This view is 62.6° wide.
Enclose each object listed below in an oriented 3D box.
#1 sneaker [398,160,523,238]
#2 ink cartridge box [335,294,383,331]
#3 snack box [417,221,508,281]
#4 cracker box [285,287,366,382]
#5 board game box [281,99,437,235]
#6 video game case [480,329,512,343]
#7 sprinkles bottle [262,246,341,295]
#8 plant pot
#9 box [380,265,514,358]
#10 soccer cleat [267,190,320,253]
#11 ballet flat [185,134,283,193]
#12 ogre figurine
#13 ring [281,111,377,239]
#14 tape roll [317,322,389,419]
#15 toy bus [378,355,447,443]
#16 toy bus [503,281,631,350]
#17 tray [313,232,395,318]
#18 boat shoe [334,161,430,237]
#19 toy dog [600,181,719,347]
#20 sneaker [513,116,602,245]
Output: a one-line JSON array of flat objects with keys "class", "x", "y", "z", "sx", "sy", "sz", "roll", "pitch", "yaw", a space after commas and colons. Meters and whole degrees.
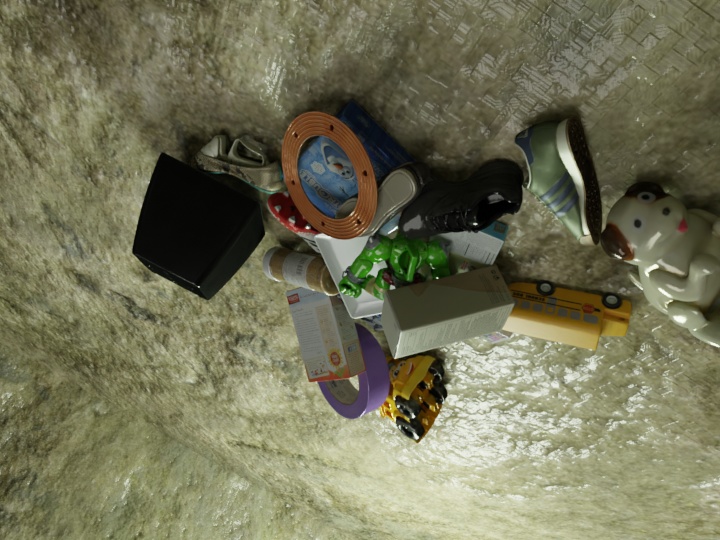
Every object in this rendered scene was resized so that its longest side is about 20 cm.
[{"class": "sneaker", "x": 0.143, "y": -0.090, "z": 0.861, "sx": 0.197, "sy": 0.092, "sz": 0.076, "roll": -23, "pitch": 124, "yaw": 24}, {"class": "ink cartridge box", "x": 0.019, "y": 0.058, "z": 1.175, "sx": 0.098, "sy": 0.040, "sz": 0.200, "roll": -7, "pitch": 143, "yaw": 38}, {"class": "snack box", "x": 0.167, "y": -0.021, "z": 1.014, "sx": 0.114, "sy": 0.037, "sz": 0.202, "roll": 24, "pitch": 144, "yaw": 8}, {"class": "cracker box", "x": -0.074, "y": 0.125, "z": 1.242, "sx": 0.132, "sy": 0.057, "sz": 0.205, "roll": -14, "pitch": 91, "yaw": 44}, {"class": "board game box", "x": -0.002, "y": -0.145, "z": 0.965, "sx": 0.199, "sy": 0.044, "sz": 0.198, "roll": 39, "pitch": 143, "yaw": -16}, {"class": "video game case", "x": 0.175, "y": 0.084, "z": 1.105, "sx": 0.197, "sy": 0.018, "sz": 0.143, "roll": 25, "pitch": 171, "yaw": 5}, {"class": "sprinkles bottle", "x": -0.111, "y": -0.001, "z": 1.147, "sx": 0.198, "sy": 0.069, "sz": 0.069, "roll": 13, "pitch": 146, "yaw": 47}, {"class": "plant pot", "x": -0.308, "y": -0.064, "z": 1.097, "sx": 0.197, "sy": 0.180, "sz": 0.200, "roll": 27, "pitch": 165, "yaw": 0}, {"class": "box", "x": 0.137, "y": 0.067, "z": 0.959, "sx": 0.195, "sy": 0.079, "sz": 0.096, "roll": -11, "pitch": 146, "yaw": -14}, {"class": "soccer cleat", "x": -0.085, "y": -0.074, "z": 1.087, "sx": 0.197, "sy": 0.070, "sz": 0.085, "roll": 26, "pitch": 149, "yaw": -6}, {"class": "ballet flat", "x": -0.219, "y": -0.195, "z": 1.031, "sx": 0.196, "sy": 0.068, "sz": 0.077, "roll": 18, "pitch": 124, "yaw": 18}, {"class": "ogre figurine", "x": 0.072, "y": -0.003, "z": 0.978, "sx": 0.196, "sy": 0.099, "sz": 0.122, "roll": 18, "pitch": 129, "yaw": 3}, {"class": "ring", "x": -0.047, "y": -0.144, "z": 0.909, "sx": 0.198, "sy": 0.019, "sz": 0.204, "roll": 24, "pitch": 130, "yaw": 32}, {"class": "tape roll", "x": -0.024, "y": 0.222, "z": 1.318, "sx": 0.198, "sy": 0.065, "sz": 0.205, "roll": 22, "pitch": 119, "yaw": 46}, {"class": "toy bus", "x": 0.089, "y": 0.264, "z": 1.355, "sx": 0.190, "sy": 0.136, "sz": 0.202, "roll": 25, "pitch": 145, "yaw": 31}, {"class": "toy bus", "x": 0.340, "y": 0.075, "z": 0.985, "sx": 0.196, "sy": 0.079, "sz": 0.066, "roll": 11, "pitch": 142, "yaw": 21}, {"class": "tray", "x": 0.000, "y": 0.000, "z": 1.057, "sx": 0.105, "sy": 0.022, "sz": 0.202, "roll": -12, "pitch": 126, "yaw": 16}, {"class": "boat shoe", "x": 0.035, "y": -0.106, "z": 0.909, "sx": 0.199, "sy": 0.057, "sz": 0.068, "roll": -28, "pitch": 95, "yaw": 51}, {"class": "toy dog", "x": 0.415, "y": -0.029, "z": 0.788, "sx": 0.199, "sy": 0.140, "sz": 0.194, "roll": 39, "pitch": 179, "yaw": -19}, {"class": "sneaker", "x": 0.270, "y": -0.119, "z": 0.812, "sx": 0.088, "sy": 0.068, "sz": 0.202, "roll": 5, "pitch": 139, "yaw": 39}]
